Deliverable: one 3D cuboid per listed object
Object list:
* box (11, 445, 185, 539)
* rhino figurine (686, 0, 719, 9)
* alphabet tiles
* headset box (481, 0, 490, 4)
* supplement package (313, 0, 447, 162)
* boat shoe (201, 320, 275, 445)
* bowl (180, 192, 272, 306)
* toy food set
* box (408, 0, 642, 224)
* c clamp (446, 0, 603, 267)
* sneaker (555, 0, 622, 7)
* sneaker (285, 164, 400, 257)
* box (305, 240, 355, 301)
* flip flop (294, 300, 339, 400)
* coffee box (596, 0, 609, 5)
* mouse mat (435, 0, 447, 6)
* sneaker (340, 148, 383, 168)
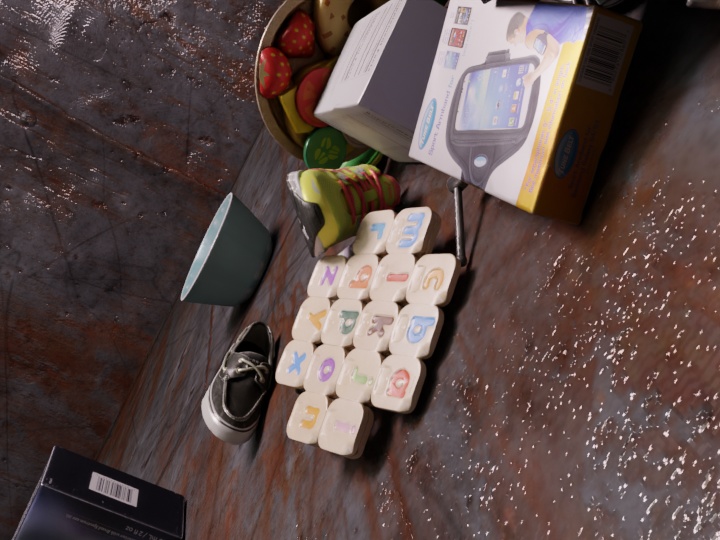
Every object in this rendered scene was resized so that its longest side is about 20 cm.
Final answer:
[{"bbox_3d":[-0.364,0.379,1.189,0.201,0.198,0.123,-63,15,8],"label":"box"},{"bbox_3d":[0.189,-0.118,0.342,0.088,0.059,0.200,-59,14,9],"label":"rhino figurine"},{"bbox_3d":[0.002,0.045,0.707,0.194,0.014,0.203,-1,65,56],"label":"alphabet tiles"},{"bbox_3d":[0.121,-0.231,0.493,0.198,0.076,0.149,-29,4,9],"label":"headset box"},{"bbox_3d":[0.043,-0.175,0.845,0.111,0.112,0.200,-64,16,0],"label":"supplement package"},{"bbox_3d":[-0.143,0.128,1.078,0.064,0.070,0.201,-58,14,24],"label":"boat shoe"},{"bbox_3d":[-0.220,-0.020,1.527,0.202,0.104,0.202,-58,15,26],"label":"bowl"},{"bbox_3d":[-0.023,-0.209,0.960,0.199,0.200,0.048,-40,35,-20],"label":"toy food set"},{"bbox_3d":[0.092,-0.115,0.588,0.200,0.041,0.121,37,115,60],"label":"box"},{"bbox_3d":[0.112,-0.126,0.629,0.200,0.027,0.173,130,141,-49],"label":"c clamp"},{"bbox_3d":[0.153,-0.240,0.659,0.200,0.078,0.079,48,122,48],"label":"sneaker"},{"bbox_3d":[-0.009,-0.068,0.833,0.089,0.079,0.200,-16,7,13],"label":"sneaker"},{"bbox_3d":[0.000,0.000,0.850,0.200,0.041,0.039,-36,31,63],"label":"box"},{"bbox_3d":[-0.038,0.083,0.807,0.082,0.057,0.201,-58,17,21],"label":"flip flop"},{"bbox_3d":[0.190,-0.194,0.385,0.122,0.044,0.200,-32,2,-23],"label":"coffee box"},{"bbox_3d":[0.052,-0.336,1.009,0.008,0.198,0.162,51,124,25],"label":"mouse mat"},{"bbox_3d":[-0.003,-0.181,1.073,0.074,0.083,0.203,-35,33,61],"label":"sneaker"}]
